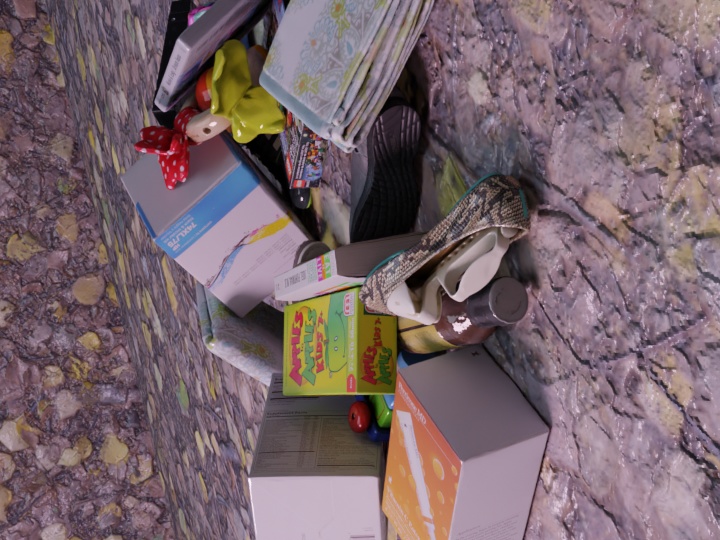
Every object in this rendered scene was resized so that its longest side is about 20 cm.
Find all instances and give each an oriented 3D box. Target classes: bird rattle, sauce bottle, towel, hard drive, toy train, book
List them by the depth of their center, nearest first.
[{"bbox_3d":[0.091,0.041,0.920,0.199,0.064,0.066,-18,86,68],"label":"sauce bottle"},{"bbox_3d":[-0.019,-0.224,0.947,0.200,0.048,0.173,45,112,50],"label":"towel"},{"bbox_3d":[0.000,0.000,1.016,0.199,0.131,0.049,159,106,-68],"label":"book"},{"bbox_3d":[0.022,0.079,1.105,0.117,0.083,0.202,-62,35,37],"label":"toy train"},{"bbox_3d":[-0.170,-0.189,1.171,0.199,0.112,0.165,-32,29,37],"label":"bird rattle"},{"bbox_3d":[-0.147,0.091,1.355,0.048,0.170,0.201,-53,26,13],"label":"towel"},{"bbox_3d":[-0.241,-0.263,1.402,0.140,0.037,0.203,68,-159,-56],"label":"hard drive"}]

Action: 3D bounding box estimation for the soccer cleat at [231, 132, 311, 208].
[{"bbox_3d":[-0.119,-0.164,1.272,0.203,0.080,0.068,67,156,20],"label":"soccer cleat"}]

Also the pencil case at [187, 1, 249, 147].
[{"bbox_3d":[-0.188,-0.270,1.373,0.088,0.087,0.204,20,120,63],"label":"pencil case"}]

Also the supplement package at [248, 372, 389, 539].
[{"bbox_3d":[-0.039,0.253,1.151,0.201,0.144,0.195,-84,-8,-62],"label":"supplement package"}]

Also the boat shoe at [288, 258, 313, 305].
[{"bbox_3d":[-0.036,0.082,1.224,0.072,0.071,0.203,40,147,55],"label":"boat shoe"}]

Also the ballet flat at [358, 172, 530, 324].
[{"bbox_3d":[0.070,-0.001,0.853,0.199,0.067,0.076,-41,48,34],"label":"ballet flat"}]

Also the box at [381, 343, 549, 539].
[{"bbox_3d":[0.095,0.196,0.956,0.125,0.096,0.203,52,147,44],"label":"box"}]

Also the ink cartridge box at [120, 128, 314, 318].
[{"bbox_3d":[-0.179,-0.073,1.281,0.200,0.145,0.147,48,-177,-47],"label":"ink cartridge box"}]

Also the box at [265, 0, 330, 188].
[{"bbox_3d":[-0.072,-0.217,1.136,0.138,0.037,0.203,110,152,-53],"label":"box"}]

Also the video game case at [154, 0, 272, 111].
[{"bbox_3d":[-0.160,-0.290,1.171,0.024,0.201,0.182,42,157,-6],"label":"video game case"}]

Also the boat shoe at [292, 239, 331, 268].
[{"bbox_3d":[-0.061,0.047,1.278,0.059,0.071,0.203,39,143,50],"label":"boat shoe"}]

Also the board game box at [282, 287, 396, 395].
[{"bbox_3d":[-0.026,0.081,1.048,0.199,0.047,0.104,164,108,-64],"label":"board game box"}]

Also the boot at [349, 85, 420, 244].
[{"bbox_3d":[0.012,-0.126,1.027,0.133,0.068,0.202,-115,28,-43],"label":"boot"}]
